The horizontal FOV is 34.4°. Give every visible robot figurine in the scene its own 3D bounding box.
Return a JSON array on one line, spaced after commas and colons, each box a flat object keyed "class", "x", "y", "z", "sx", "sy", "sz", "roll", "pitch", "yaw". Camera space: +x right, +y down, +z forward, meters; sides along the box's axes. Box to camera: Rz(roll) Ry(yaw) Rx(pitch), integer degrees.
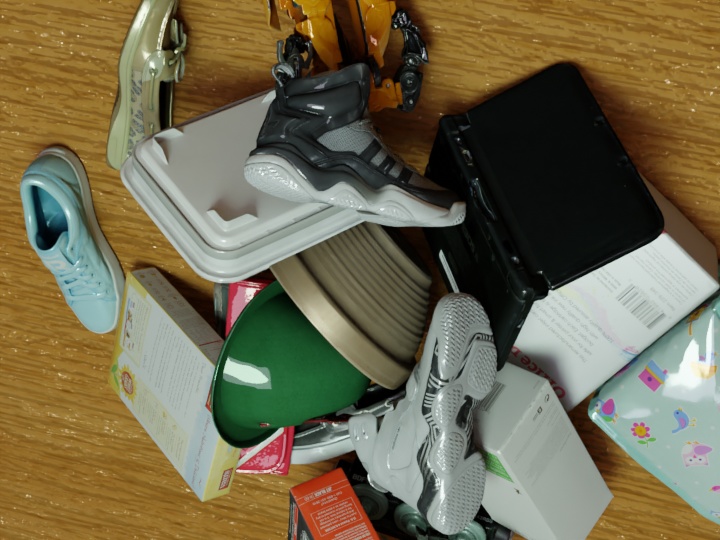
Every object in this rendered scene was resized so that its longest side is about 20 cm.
[{"class": "robot figurine", "x": -0.018, "y": -0.212, "z": 0.978, "sx": 0.143, "sy": 0.058, "sz": 0.203, "roll": -17, "pitch": 107, "yaw": -22}]

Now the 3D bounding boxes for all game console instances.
[{"class": "game console", "x": 0.142, "y": -0.045, "z": 0.993, "sx": 0.115, "sy": 0.202, "sz": 0.177, "roll": -6, "pitch": 142, "yaw": -19}]

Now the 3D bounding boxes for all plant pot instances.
[{"class": "plant pot", "x": 0.000, "y": 0.000, "z": 1.042, "sx": 0.093, "sy": 0.201, "sz": 0.201, "roll": -41, "pitch": 100, "yaw": 10}]

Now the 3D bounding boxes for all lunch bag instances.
[{"class": "lunch bag", "x": 0.332, "y": 0.123, "z": 1.042, "sx": 0.200, "sy": 0.122, "sz": 0.170, "roll": 42, "pitch": 118, "yaw": -4}]

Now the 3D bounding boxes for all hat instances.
[{"class": "hat", "x": -0.008, "y": 0.107, "z": 1.047, "sx": 0.174, "sy": 0.199, "sz": 0.168, "roll": 21, "pitch": 115, "yaw": 27}]

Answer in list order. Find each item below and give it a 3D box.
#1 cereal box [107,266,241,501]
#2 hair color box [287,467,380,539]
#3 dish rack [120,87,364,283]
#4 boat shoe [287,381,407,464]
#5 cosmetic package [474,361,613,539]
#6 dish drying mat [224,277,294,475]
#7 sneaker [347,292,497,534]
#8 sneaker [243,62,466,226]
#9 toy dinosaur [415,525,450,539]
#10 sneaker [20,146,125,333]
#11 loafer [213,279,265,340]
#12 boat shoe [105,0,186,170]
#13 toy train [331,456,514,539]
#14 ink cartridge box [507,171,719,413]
[{"class": "cereal box", "x": -0.182, "y": 0.111, "z": 1.163, "sx": 0.200, "sy": 0.039, "sz": 0.146, "roll": 42, "pitch": 127, "yaw": 35}, {"class": "hair color box", "x": -0.003, "y": 0.301, "z": 1.098, "sx": 0.060, "sy": 0.201, "sz": 0.102, "roll": -19, "pitch": 143, "yaw": -20}, {"class": "dish rack", "x": -0.087, "y": -0.088, "z": 0.989, "sx": 0.172, "sy": 0.198, "sz": 0.044, "roll": 46, "pitch": 146, "yaw": 29}, {"class": "boat shoe", "x": -0.002, "y": 0.143, "z": 1.179, "sx": 0.197, "sy": 0.069, "sz": 0.057, "roll": -18, "pitch": 105, "yaw": 16}, {"class": "cosmetic package", "x": 0.146, "y": 0.170, "z": 1.075, "sx": 0.107, "sy": 0.085, "sz": 0.201, "roll": 20, "pitch": 153, "yaw": 44}, {"class": "dish drying mat", "x": -0.098, "y": 0.107, "z": 1.142, "sx": 0.075, "sy": 0.018, "sz": 0.203, "roll": 5, "pitch": 108, "yaw": -2}, {"class": "sneaker", "x": 0.048, "y": 0.111, "z": 0.973, "sx": 0.114, "sy": 0.075, "sz": 0.203, "roll": 14, "pitch": 109, "yaw": 42}, {"class": "sneaker", "x": 0.007, "y": -0.102, "z": 0.932, "sx": 0.197, "sy": 0.075, "sz": 0.116, "roll": 12, "pitch": 86, "yaw": -28}, {"class": "toy dinosaur", "x": 0.095, "y": 0.327, "z": 1.102, "sx": 0.101, "sy": 0.200, "sz": 0.138, "roll": 13, "pitch": 90, "yaw": -15}, {"class": "sneaker", "x": -0.299, "y": -0.017, "z": 1.169, "sx": 0.073, "sy": 0.082, "sz": 0.203, "roll": -9, "pitch": 113, "yaw": 20}, {"class": "loafer", "x": -0.120, "y": 0.100, "z": 1.194, "sx": 0.062, "sy": 0.072, "sz": 0.203, "roll": 15, "pitch": 113, "yaw": 29}, {"class": "boat shoe", "x": -0.188, "y": -0.175, "z": 1.074, "sx": 0.062, "sy": 0.074, "sz": 0.202, "roll": 19, "pitch": 130, "yaw": -1}, {"class": "toy train", "x": 0.059, "y": 0.260, "z": 1.210, "sx": 0.197, "sy": 0.086, "sz": 0.115, "roll": 17, "pitch": 128, "yaw": 7}, {"class": "ink cartridge box", "x": 0.199, "y": 0.010, "z": 1.044, "sx": 0.147, "sy": 0.086, "sz": 0.200, "roll": 42, "pitch": 120, "yaw": -8}]
